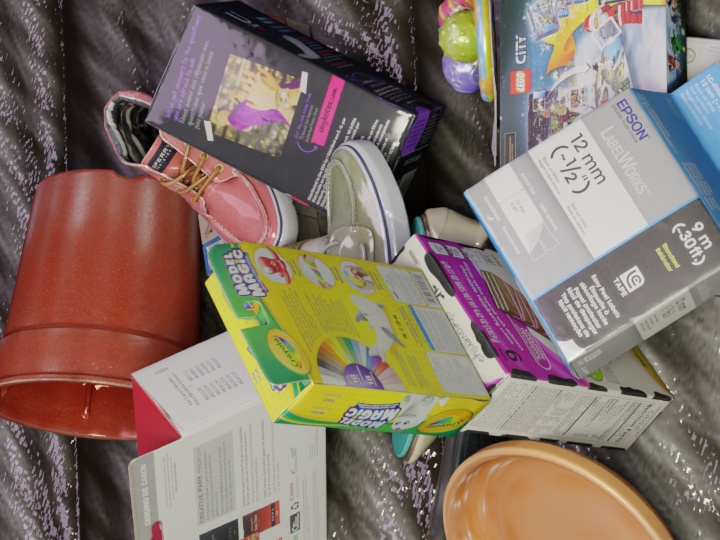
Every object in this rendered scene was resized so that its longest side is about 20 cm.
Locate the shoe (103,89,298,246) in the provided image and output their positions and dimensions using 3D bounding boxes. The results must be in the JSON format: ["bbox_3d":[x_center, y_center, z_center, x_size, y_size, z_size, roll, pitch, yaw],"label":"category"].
[{"bbox_3d":[-0.136,-0.078,1.823,0.200,0.091,0.072,49,115,37],"label":"shoe"}]

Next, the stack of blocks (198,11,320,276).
[{"bbox_3d":[-0.087,-0.104,1.886,0.115,0.058,0.202,-25,66,38],"label":"stack of blocks"}]

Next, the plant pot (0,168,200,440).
[{"bbox_3d":[-0.218,0.028,1.910,0.200,0.200,0.197,-12,66,41],"label":"plant pot"}]

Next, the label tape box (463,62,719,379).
[{"bbox_3d":[0.191,-0.042,1.496,0.199,0.066,0.144,-33,70,6],"label":"label tape box"}]

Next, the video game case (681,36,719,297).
[{"bbox_3d":[0.246,-0.075,1.580,0.199,0.036,0.183,11,89,44],"label":"video game case"}]

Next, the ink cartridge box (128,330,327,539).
[{"bbox_3d":[-0.119,0.158,1.733,0.084,0.175,0.201,45,147,39],"label":"ink cartridge box"}]

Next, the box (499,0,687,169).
[{"bbox_3d":[0.168,-0.139,1.600,0.136,0.038,0.202,-6,76,33],"label":"box"}]

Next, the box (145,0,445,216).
[{"bbox_3d":[-0.050,-0.124,1.755,0.199,0.122,0.107,28,103,9],"label":"box"}]

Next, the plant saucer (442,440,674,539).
[{"bbox_3d":[0.150,0.199,1.559,0.199,0.037,0.201,23,134,26],"label":"plant saucer"}]

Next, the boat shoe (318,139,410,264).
[{"bbox_3d":[0.000,0.000,1.638,0.072,0.062,0.202,-31,67,58],"label":"boat shoe"}]

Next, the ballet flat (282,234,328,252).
[{"bbox_3d":[0.010,0.005,1.732,0.199,0.071,0.071,22,98,19],"label":"ballet flat"}]

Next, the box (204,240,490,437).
[{"bbox_3d":[-0.015,0.045,1.416,0.048,0.199,0.118,-45,56,27],"label":"box"}]

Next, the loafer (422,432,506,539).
[{"bbox_3d":[0.071,0.205,1.673,0.072,0.072,0.202,-3,79,47],"label":"loafer"}]

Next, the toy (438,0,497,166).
[{"bbox_3d":[0.081,-0.191,1.660,0.047,0.115,0.202,1,109,4],"label":"toy"}]

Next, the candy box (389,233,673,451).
[{"bbox_3d":[0.116,0.053,1.566,0.061,0.199,0.137,-49,55,24],"label":"candy box"}]

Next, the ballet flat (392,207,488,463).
[{"bbox_3d":[0.066,0.052,1.659,0.069,0.069,0.202,24,116,43],"label":"ballet flat"}]
